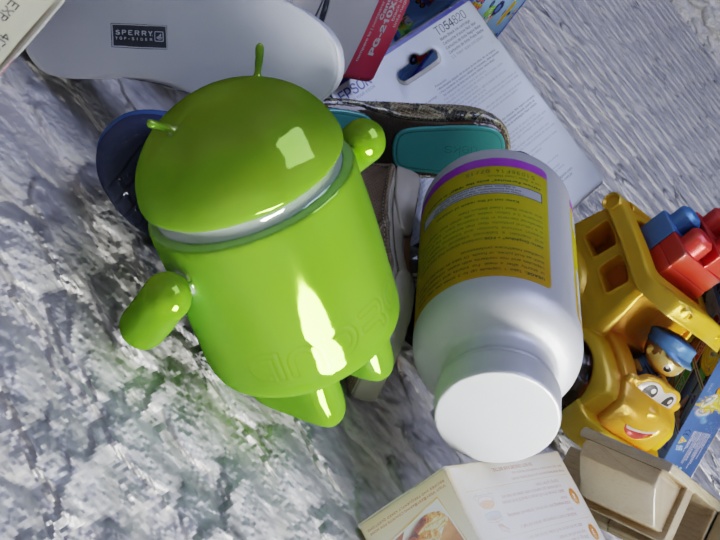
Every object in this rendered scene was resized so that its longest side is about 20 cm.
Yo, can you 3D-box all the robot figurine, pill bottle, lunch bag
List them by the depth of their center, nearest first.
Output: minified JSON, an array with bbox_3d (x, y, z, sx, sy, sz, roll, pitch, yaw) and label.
[{"bbox_3d":[-0.048,-0.014,0.716,0.175,0.115,0.201,-40,126,-29],"label":"robot figurine"},{"bbox_3d":[0.085,0.020,0.827,0.104,0.104,0.201,40,32,-24],"label":"pill bottle"},{"bbox_3d":[0.108,-0.261,1.249,0.095,0.199,0.150,55,25,7],"label":"lunch bag"}]

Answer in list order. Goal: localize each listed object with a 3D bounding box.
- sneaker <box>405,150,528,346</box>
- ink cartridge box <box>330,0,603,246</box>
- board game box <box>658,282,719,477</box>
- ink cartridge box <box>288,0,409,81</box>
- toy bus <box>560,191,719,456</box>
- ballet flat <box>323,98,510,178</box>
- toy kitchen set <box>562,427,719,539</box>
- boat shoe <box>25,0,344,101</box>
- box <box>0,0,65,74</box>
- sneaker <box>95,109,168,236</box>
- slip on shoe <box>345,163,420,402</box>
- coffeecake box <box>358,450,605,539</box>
[{"bbox_3d":[0.078,-0.019,0.981,0.114,0.076,0.201,31,62,-26],"label":"sneaker"},{"bbox_3d":[0.082,-0.101,1.094,0.199,0.041,0.201,-37,92,-37],"label":"ink cartridge box"},{"bbox_3d":[0.296,0.068,1.158,0.034,0.201,0.136,12,37,-9],"label":"board game box"},{"bbox_3d":[-0.077,-0.213,0.961,0.144,0.085,0.199,35,18,25],"label":"ink cartridge box"},{"bbox_3d":[0.232,0.037,1.091,0.135,0.191,0.201,32,33,-38],"label":"toy bus"},{"bbox_3d":[0.011,-0.098,0.986,0.198,0.069,0.075,-1,25,-17],"label":"ballet flat"},{"bbox_3d":[0.180,0.224,0.885,0.199,0.182,0.163,21,-12,43],"label":"toy kitchen set"},{"bbox_3d":[-0.100,-0.135,0.795,0.068,0.198,0.073,-39,133,-69],"label":"boat shoe"},{"bbox_3d":[-0.219,-0.207,0.737,0.128,0.109,0.201,38,29,-24],"label":"box"},{"bbox_3d":[-0.094,-0.064,0.815,0.199,0.074,0.083,18,36,-58],"label":"sneaker"},{"bbox_3d":[0.000,0.000,0.882,0.060,0.076,0.201,18,47,-10],"label":"slip on shoe"},{"bbox_3d":[0.106,0.215,0.784,0.153,0.073,0.201,6,51,-57],"label":"coffeecake box"}]
